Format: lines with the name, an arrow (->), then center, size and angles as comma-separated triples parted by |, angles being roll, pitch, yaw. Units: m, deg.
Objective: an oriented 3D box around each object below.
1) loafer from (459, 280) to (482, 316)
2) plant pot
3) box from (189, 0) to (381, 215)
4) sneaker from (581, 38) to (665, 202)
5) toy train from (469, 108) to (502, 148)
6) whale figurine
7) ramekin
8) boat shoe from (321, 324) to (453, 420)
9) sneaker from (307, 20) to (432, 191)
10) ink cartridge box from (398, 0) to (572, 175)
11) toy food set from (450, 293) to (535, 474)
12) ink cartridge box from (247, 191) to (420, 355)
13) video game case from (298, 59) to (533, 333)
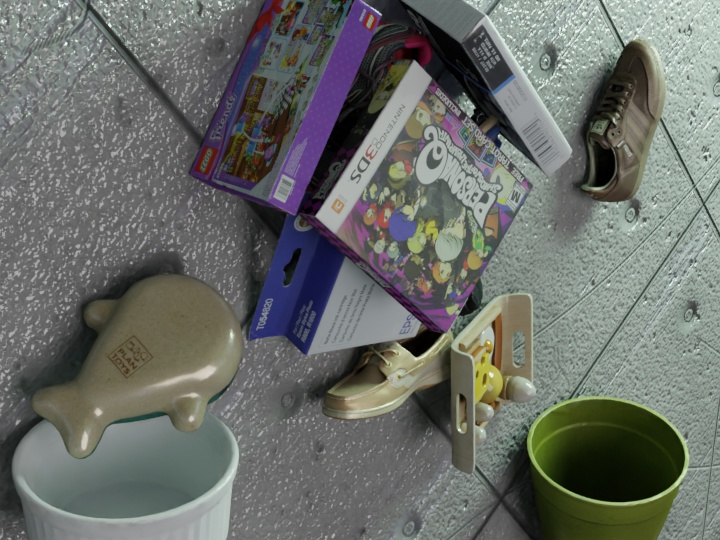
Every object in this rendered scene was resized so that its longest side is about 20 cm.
loafer -> 0.081, -0.043, 1.427 | 0.202, 0.068, 0.071 | 63, 24, -24
plant pot -> 0.306, 0.300, 1.654 | 0.199, 0.200, 0.194 | -25, 131, -32
box -> -0.072, -0.161, 1.202 | 0.039, 0.136, 0.202 | 26, 87, -41
sneaker -> 0.317, -0.181, 1.576 | 0.075, 0.070, 0.202 | -5, 106, -38
toy train -> 0.118, -0.112, 1.370 | 0.034, 0.046, 0.200 | -41, 166, -16
whale figurine -> -0.201, 0.095, 1.187 | 0.200, 0.159, 0.104 | -39, 163, -24
ramekin -> -0.209, 0.205, 1.164 | 0.199, 0.200, 0.099 | -18, 123, -35
boat shoe -> 0.031, 0.105, 1.423 | 0.199, 0.073, 0.070 | -23, 115, -44
sneaker -> -0.006, -0.168, 1.299 | 0.081, 0.074, 0.201 | 41, 76, -40
ink cartridge box -> 0.115, -0.212, 1.322 | 0.043, 0.200, 0.198 | -39, 128, 2
toy food set -> 0.159, 0.127, 1.504 | 0.200, 0.060, 0.145 | -38, 130, -58
ink cartridge box -> 0.000, 0.000, 1.315 | 0.198, 0.041, 0.201 | -8, 135, -32
video game case -> 0.059, -0.069, 1.239 | 0.200, 0.036, 0.182 | 42, 73, -32
